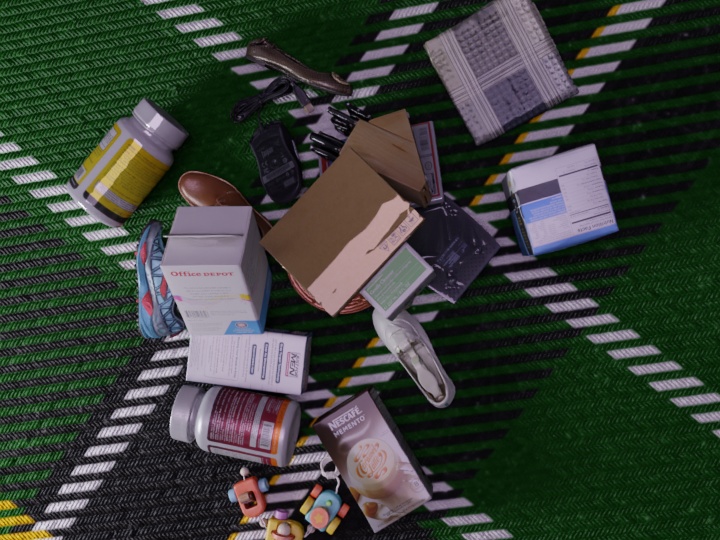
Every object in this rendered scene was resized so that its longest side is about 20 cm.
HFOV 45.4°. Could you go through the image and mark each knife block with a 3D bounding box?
[{"bbox_3d":[0.008,-0.177,1.372,0.174,0.064,0.202,-18,67,8],"label":"knife block"}]

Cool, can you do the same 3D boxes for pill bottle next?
[{"bbox_3d":[-0.205,0.252,1.422,0.197,0.110,0.111,10,92,7],"label":"pill bottle"},{"bbox_3d":[-0.386,-0.181,1.438,0.114,0.114,0.200,42,95,5],"label":"pill bottle"}]

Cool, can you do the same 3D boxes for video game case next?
[{"bbox_3d":[0.031,-0.160,1.404,0.198,0.017,0.145,-10,68,10],"label":"video game case"}]

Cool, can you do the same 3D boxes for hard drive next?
[{"bbox_3d":[0.113,-0.053,1.400,0.200,0.042,0.135,40,83,8],"label":"hard drive"}]

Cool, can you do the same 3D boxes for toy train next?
[{"bbox_3d":[-0.120,0.391,1.440,0.198,0.056,0.152,-17,89,7],"label":"toy train"}]

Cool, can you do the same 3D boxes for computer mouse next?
[{"bbox_3d":[-0.122,-0.220,1.436,0.140,0.046,0.202,-31,77,19],"label":"computer mouse"}]

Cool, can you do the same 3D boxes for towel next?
[{"bbox_3d":[0.228,-0.333,1.406,0.191,0.035,0.202,-28,89,9],"label":"towel"}]

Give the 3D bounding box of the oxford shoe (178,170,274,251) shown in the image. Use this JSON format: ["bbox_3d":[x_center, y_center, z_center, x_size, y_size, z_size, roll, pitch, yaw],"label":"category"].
[{"bbox_3d":[-0.227,-0.105,1.442,0.199,0.071,0.072,34,96,7],"label":"oxford shoe"}]

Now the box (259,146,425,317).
[{"bbox_3d":[-0.028,-0.058,1.281,0.163,0.021,0.200,44,92,11],"label":"box"}]

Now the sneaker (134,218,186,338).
[{"bbox_3d":[-0.328,0.013,1.461,0.094,0.079,0.203,0,99,-2],"label":"sneaker"}]

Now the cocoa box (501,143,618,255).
[{"bbox_3d":[0.297,-0.100,1.310,0.132,0.200,0.133,-16,89,6],"label":"cocoa box"}]

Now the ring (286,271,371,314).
[{"bbox_3d":[-0.032,-0.028,1.443,0.198,0.019,0.203,0,90,7],"label":"ring"}]

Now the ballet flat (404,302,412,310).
[{"bbox_3d":[0.000,0.000,1.397,0.199,0.071,0.071,32,94,6],"label":"ballet flat"}]

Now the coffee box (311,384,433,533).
[{"bbox_3d":[0.020,0.305,1.409,0.114,0.080,0.201,-32,87,6],"label":"coffee box"}]

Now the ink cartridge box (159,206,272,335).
[{"bbox_3d":[-0.224,-0.007,1.361,0.127,0.201,0.126,0,50,7],"label":"ink cartridge box"}]

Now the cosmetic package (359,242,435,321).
[{"bbox_3d":[0.011,-0.029,1.326,0.200,0.085,0.108,44,91,10],"label":"cosmetic package"}]

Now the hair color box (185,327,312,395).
[{"bbox_3d":[-0.185,0.144,1.442,0.197,0.061,0.101,7,92,7],"label":"hair color box"}]

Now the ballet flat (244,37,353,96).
[{"bbox_3d":[-0.100,-0.338,1.428,0.198,0.067,0.047,25,98,12],"label":"ballet flat"}]

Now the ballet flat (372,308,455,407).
[{"bbox_3d":[0.089,0.137,1.406,0.069,0.069,0.201,-35,86,6],"label":"ballet flat"}]
